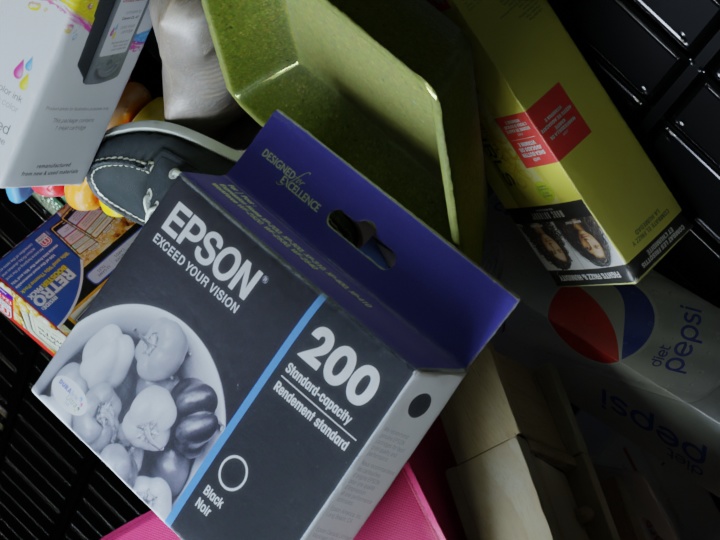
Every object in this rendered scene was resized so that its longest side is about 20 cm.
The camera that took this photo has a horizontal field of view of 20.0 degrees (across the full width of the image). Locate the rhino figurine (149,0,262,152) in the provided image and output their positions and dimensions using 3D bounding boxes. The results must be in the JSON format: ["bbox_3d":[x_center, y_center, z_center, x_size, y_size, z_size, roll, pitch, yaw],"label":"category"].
[{"bbox_3d":[-0.082,-0.118,1.192,0.060,0.087,0.200,36,152,21],"label":"rhino figurine"}]

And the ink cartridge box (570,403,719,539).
[{"bbox_3d":[0.142,0.129,1.230,0.200,0.067,0.116,7,133,53],"label":"ink cartridge box"}]

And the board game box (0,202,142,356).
[{"bbox_3d":[-0.132,0.024,1.397,0.200,0.151,0.046,40,153,15],"label":"board game box"}]

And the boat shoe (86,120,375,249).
[{"bbox_3d":[-0.089,-0.035,1.169,0.200,0.060,0.076,11,140,36],"label":"boat shoe"}]

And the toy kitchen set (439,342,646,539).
[{"bbox_3d":[0.169,0.120,1.050,0.163,0.180,0.200,27,-141,-56],"label":"toy kitchen set"}]

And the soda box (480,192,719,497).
[{"bbox_3d":[0.136,0.036,1.110,0.200,0.063,0.068,33,151,26],"label":"soda box"}]

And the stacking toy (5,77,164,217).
[{"bbox_3d":[-0.130,-0.066,1.350,0.200,0.116,0.110,27,155,7],"label":"stacking toy"}]

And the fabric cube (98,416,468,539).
[{"bbox_3d":[0.004,0.190,1.120,0.200,0.199,0.196,64,-159,13],"label":"fabric cube"}]

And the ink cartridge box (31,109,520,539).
[{"bbox_3d":[-0.049,0.039,1.034,0.198,0.200,0.043,38,-174,35],"label":"ink cartridge box"}]

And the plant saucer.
[{"bbox_3d":[-0.004,-0.102,1.036,0.200,0.048,0.200,42,163,26],"label":"plant saucer"}]

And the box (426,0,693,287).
[{"bbox_3d":[0.083,-0.084,1.035,0.200,0.050,0.075,56,155,-17],"label":"box"}]

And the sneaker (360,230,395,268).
[{"bbox_3d":[0.000,0.000,1.244,0.200,0.082,0.074,51,152,-10],"label":"sneaker"}]

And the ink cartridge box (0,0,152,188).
[{"bbox_3d":[-0.196,-0.167,1.173,0.148,0.086,0.200,33,110,23],"label":"ink cartridge box"}]
